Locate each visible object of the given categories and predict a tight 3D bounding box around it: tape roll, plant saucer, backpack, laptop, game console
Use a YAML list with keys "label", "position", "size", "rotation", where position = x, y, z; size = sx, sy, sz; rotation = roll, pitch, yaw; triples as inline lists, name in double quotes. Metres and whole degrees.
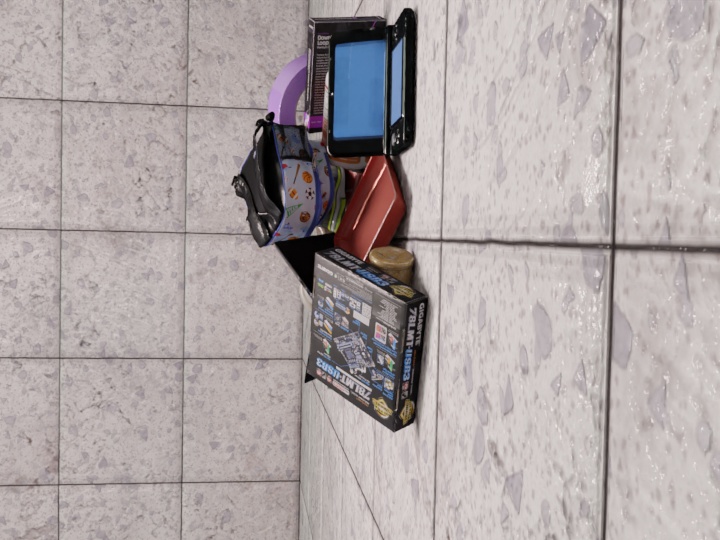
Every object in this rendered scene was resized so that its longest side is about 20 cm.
- label: "tape roll"
  position: [-0.073, -0.305, 1.611]
  size: [0.066, 0.196, 0.205]
  rotation: [-138, 46, -55]
- label: "plant saucer"
  position: [0.016, -0.078, 1.375]
  size: [0.201, 0.036, 0.203]
  rotation: [-101, 33, -57]
- label: "backpack"
  position: [-0.133, -0.138, 1.493]
  size: [0.201, 0.151, 0.194]
  rotation: [126, 142, -52]
- label: "laptop"
  position: [-0.068, 0.056, 1.445]
  size: [0.116, 0.186, 0.201]
  rotation: [-45, 74, 27]
- label: "game console"
  position: [0.013, -0.283, 1.308]
  size: [0.176, 0.113, 0.205]
  rotation: [-175, 86, -82]

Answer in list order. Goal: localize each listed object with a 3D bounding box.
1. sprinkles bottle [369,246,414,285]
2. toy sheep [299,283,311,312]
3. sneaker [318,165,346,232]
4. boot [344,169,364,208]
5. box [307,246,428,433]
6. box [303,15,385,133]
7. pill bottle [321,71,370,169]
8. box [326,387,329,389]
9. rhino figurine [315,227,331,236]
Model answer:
- label: "sprinkles bottle"
  position: [0.038, 0.070, 1.256]
  size: [0.069, 0.066, 0.205]
  rotation: [-107, 20, -66]
- label: "toy sheep"
  position: [-0.074, 0.045, 1.893]
  size: [0.200, 0.134, 0.142]
  rotation: [113, 158, -86]
- label: "sneaker"
  position: [-0.071, -0.149, 1.635]
  size: [0.202, 0.079, 0.075]
  rotation: [-97, 19, -55]
- label: "boot"
  position: [-0.020, -0.181, 1.731]
  size: [0.200, 0.071, 0.148]
  rotation: [-155, 67, -74]
- label: "box"
  position: [0.005, 0.095, 1.211]
  size: [0.198, 0.049, 0.203]
  rotation: [28, 123, 43]
- label: "box"
  position: [-0.030, -0.354, 1.539]
  size: [0.036, 0.140, 0.204]
  rotation: [-131, 39, -50]
- label: "pill bottle"
  position: [-0.009, -0.292, 1.493]
  size: [0.113, 0.109, 0.204]
  rotation: [-102, 16, -59]
- label: "box"
  position: [-0.032, 0.129, 1.718]
  size: [0.159, 0.045, 0.205]
  rotation: [-5, -84, -83]
- label: "rhino figurine"
  position: [-0.063, -0.065, 1.771]
  size: [0.088, 0.059, 0.203]
  rotation: [-87, -27, -73]
